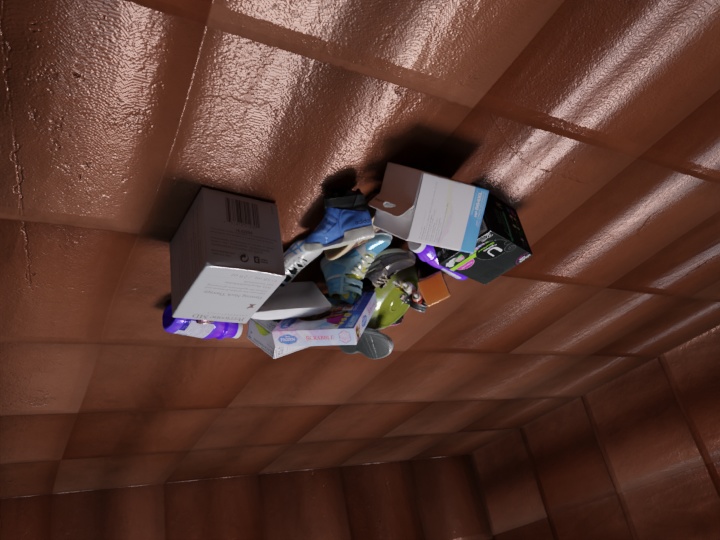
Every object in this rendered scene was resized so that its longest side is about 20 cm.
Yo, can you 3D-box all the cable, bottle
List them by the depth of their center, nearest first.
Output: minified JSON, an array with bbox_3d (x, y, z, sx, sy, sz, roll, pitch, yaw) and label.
[{"bbox_3d":[0.189,-0.039,1.418,0.197,0.083,0.067,24,100,-43],"label":"bottle"},{"bbox_3d":[-0.381,0.127,1.462,0.083,0.067,0.197,-33,146,33],"label":"bottle"},{"bbox_3d":[0.146,0.068,1.472,0.051,0.096,0.199,-58,153,7],"label":"cable"}]

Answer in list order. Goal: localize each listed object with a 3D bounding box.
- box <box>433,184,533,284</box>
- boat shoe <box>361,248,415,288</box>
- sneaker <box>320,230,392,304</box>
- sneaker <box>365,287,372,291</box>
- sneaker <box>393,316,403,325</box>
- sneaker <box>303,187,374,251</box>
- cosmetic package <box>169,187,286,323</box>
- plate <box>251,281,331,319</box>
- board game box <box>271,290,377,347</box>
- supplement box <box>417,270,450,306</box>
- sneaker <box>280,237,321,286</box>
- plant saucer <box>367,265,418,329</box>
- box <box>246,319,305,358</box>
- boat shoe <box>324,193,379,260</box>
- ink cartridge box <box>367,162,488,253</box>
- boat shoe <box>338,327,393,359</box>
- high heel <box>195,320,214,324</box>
[{"bbox_3d":[0.268,-0.075,1.345,0.147,0.128,0.197,-33,147,31],"label":"box"},{"bbox_3d":[0.046,0.007,1.414,0.195,0.076,0.074,-17,152,32],"label":"boat shoe"},{"bbox_3d":[0.000,0.000,1.354,0.197,0.134,0.079,-30,146,27],"label":"sneaker"},{"bbox_3d":[-0.019,0.095,1.520,0.197,0.088,0.079,-18,138,-42],"label":"sneaker"},{"bbox_3d":[0.020,0.137,1.665,0.194,0.083,0.086,7,157,-22],"label":"sneaker"},{"bbox_3d":[-0.053,-0.105,1.202,0.075,0.115,0.197,-12,180,-38],"label":"sneaker"},{"bbox_3d":[-0.264,-0.021,1.165,0.163,0.171,0.200,8,146,-33],"label":"cosmetic package"},{"bbox_3d":[-0.180,0.071,1.369,0.193,0.200,0.034,-3,105,-18],"label":"plate"},{"bbox_3d":[-0.077,0.108,1.369,0.193,0.201,0.043,-5,110,17],"label":"board game box"},{"bbox_3d":[0.185,0.043,1.491,0.065,0.071,0.200,-25,179,8],"label":"supplement box"},{"bbox_3d":[-0.155,-0.009,1.334,0.197,0.074,0.071,-30,146,25],"label":"sneaker"},{"bbox_3d":[0.086,0.074,1.520,0.198,0.031,0.203,-37,149,-26],"label":"plant saucer"},{"bbox_3d":[-0.168,0.140,1.471,0.196,0.115,0.062,-13,122,-45],"label":"box"},{"bbox_3d":[0.000,-0.083,1.276,0.071,0.074,0.199,17,133,-41],"label":"boat shoe"},{"bbox_3d":[0.125,-0.123,1.148,0.195,0.128,0.130,9,101,-35],"label":"ink cartridge box"},{"bbox_3d":[0.017,0.177,1.523,0.064,0.076,0.199,-33,-165,-35],"label":"boat shoe"},{"bbox_3d":[-0.302,0.061,1.419,0.196,0.066,0.099,-15,118,-43],"label":"high heel"}]
